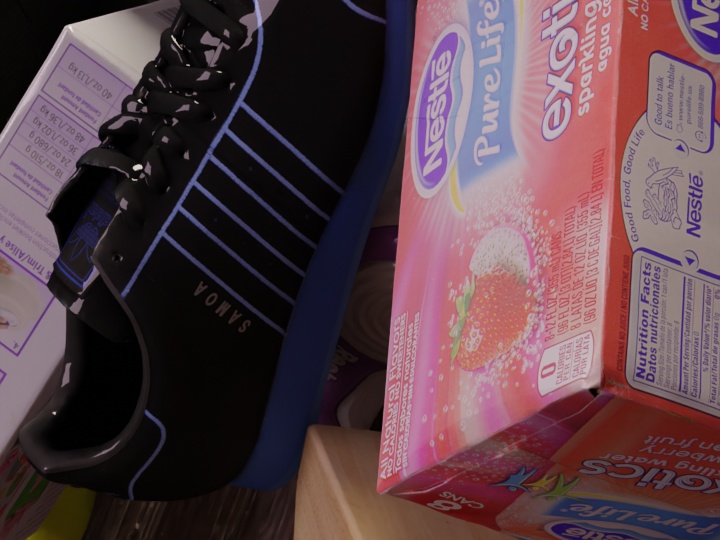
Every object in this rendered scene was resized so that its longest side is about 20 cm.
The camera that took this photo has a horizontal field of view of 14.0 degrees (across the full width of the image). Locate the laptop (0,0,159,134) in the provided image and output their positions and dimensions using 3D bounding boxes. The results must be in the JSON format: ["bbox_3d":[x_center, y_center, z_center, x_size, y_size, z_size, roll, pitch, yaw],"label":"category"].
[{"bbox_3d":[-0.120,-0.096,1.010,0.103,0.201,0.177,-6,31,37],"label":"laptop"}]

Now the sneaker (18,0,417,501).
[{"bbox_3d":[-0.041,-0.027,0.802,0.070,0.078,0.201,35,120,52],"label":"sneaker"}]

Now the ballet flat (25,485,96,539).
[{"bbox_3d":[-0.131,0.020,1.098,0.067,0.066,0.201,93,175,-48],"label":"ballet flat"}]

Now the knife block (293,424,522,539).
[{"bbox_3d":[0.029,0.098,0.719,0.176,0.064,0.201,116,160,-56],"label":"knife block"}]

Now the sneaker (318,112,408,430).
[{"bbox_3d":[0.000,0.000,0.908,0.200,0.075,0.100,-29,28,53],"label":"sneaker"}]

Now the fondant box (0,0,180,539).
[{"bbox_3d":[-0.101,0.010,0.954,0.200,0.058,0.144,-58,-6,15],"label":"fondant box"}]

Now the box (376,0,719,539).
[{"bbox_3d":[0.075,-0.034,0.741,0.095,0.102,0.201,-30,49,50],"label":"box"}]
